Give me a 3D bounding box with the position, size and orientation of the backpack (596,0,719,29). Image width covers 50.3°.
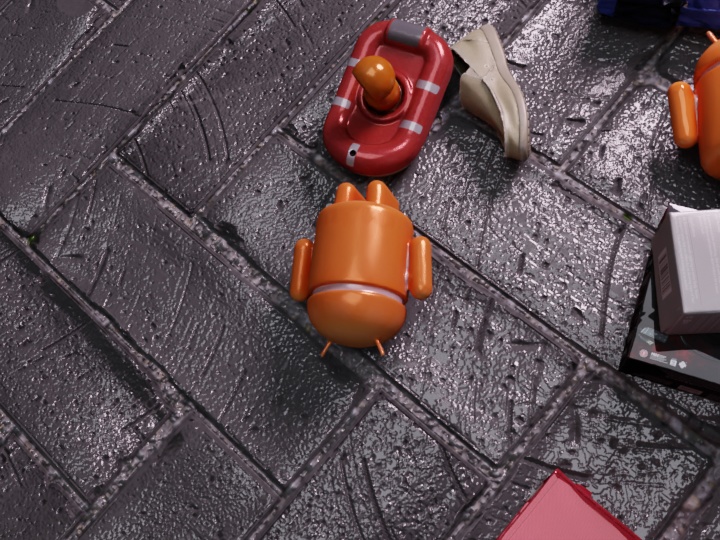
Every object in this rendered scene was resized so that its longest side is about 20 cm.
[{"bbox_3d":[0.400,-0.376,0.900,0.200,0.168,0.163,16,81,12],"label":"backpack"}]

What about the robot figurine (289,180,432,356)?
[{"bbox_3d":[-0.002,0.000,0.872,0.144,0.117,0.200,11,70,-14],"label":"robot figurine"}]

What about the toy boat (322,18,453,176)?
[{"bbox_3d":[0.024,-0.215,0.924,0.130,0.131,0.200,21,89,18],"label":"toy boat"}]

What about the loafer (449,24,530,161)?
[{"bbox_3d":[0.158,-0.212,0.940,0.068,0.076,0.200,-16,59,6],"label":"loafer"}]

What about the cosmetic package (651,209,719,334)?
[{"bbox_3d":[0.393,-0.001,0.731,0.200,0.090,0.107,-1,71,7],"label":"cosmetic package"}]

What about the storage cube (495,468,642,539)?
[{"bbox_3d":[0.188,0.313,0.695,0.180,0.171,0.200,38,81,19],"label":"storage cube"}]

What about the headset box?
[{"bbox_3d":[0.374,0.029,0.808,0.148,0.075,0.200,17,75,16],"label":"headset box"}]

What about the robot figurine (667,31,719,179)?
[{"bbox_3d":[0.428,-0.177,0.841,0.144,0.117,0.200,-17,63,46],"label":"robot figurine"}]
